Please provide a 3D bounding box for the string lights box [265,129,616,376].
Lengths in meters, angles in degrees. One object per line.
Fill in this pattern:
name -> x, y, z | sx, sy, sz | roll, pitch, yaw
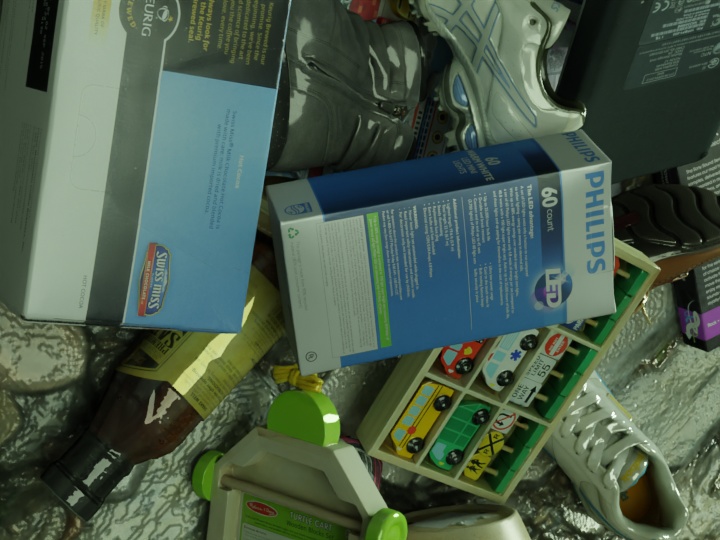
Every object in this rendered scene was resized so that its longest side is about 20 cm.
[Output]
string lights box -> 0.050, -0.012, 0.885 | 0.198, 0.059, 0.104 | -10, 117, -9

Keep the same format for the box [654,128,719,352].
box -> 0.294, -0.057, 1.132 | 0.142, 0.036, 0.202 | -21, 111, -23

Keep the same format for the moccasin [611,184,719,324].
moccasin -> 0.183, -0.003, 1.050 | 0.200, 0.074, 0.078 | -24, 147, -19

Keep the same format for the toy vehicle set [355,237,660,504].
toy vehicle set -> 0.098, 0.054, 0.986 | 0.123, 0.027, 0.201 | 22, 107, -31

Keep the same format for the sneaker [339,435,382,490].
sneaker -> -0.025, 0.210, 0.993 | 0.074, 0.080, 0.202 | -3, 110, -54

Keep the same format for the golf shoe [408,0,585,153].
golf shoe -> 0.083, -0.167, 0.927 | 0.202, 0.096, 0.078 | 70, 24, -14

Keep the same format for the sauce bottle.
sauce bottle -> -0.116, 0.068, 0.919 | 0.200, 0.066, 0.066 | -48, 118, -14

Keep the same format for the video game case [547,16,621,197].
video game case -> 0.126, -0.128, 1.027 | 0.142, 0.019, 0.202 | -12, 105, -34

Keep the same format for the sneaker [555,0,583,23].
sneaker -> 0.210, -0.217, 1.020 | 0.198, 0.080, 0.116 | 12, 88, -45

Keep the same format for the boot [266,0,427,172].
boot -> -0.018, -0.156, 0.918 | 0.131, 0.070, 0.202 | -2, 108, -35

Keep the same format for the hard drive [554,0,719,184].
hard drive -> 0.195, -0.137, 0.964 | 0.138, 0.033, 0.201 | -15, 143, -22

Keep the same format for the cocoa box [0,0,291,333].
cocoa box -> -0.133, -0.077, 0.841 | 0.130, 0.133, 0.202 | 5, 98, -29

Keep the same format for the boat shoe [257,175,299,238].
boat shoe -> 0.000, 0.000, 0.964 | 0.199, 0.072, 0.065 | 24, 108, -38

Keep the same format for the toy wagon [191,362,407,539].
toy wagon -> -0.040, 0.158, 0.931 | 0.039, 0.154, 0.202 | -3, 103, -54

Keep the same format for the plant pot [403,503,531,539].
plant pot -> 0.072, 0.268, 1.013 | 0.186, 0.187, 0.202 | -7, 90, -27

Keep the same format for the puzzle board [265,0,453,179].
puzzle board -> 0.013, -0.132, 0.976 | 0.149, 0.017, 0.202 | 12, 95, -29

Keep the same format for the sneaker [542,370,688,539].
sneaker -> 0.169, 0.117, 1.073 | 0.077, 0.081, 0.200 | -45, 113, -11
